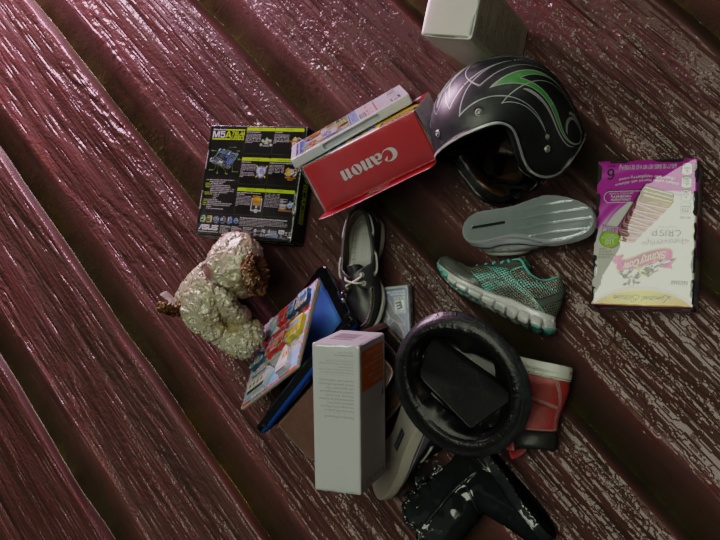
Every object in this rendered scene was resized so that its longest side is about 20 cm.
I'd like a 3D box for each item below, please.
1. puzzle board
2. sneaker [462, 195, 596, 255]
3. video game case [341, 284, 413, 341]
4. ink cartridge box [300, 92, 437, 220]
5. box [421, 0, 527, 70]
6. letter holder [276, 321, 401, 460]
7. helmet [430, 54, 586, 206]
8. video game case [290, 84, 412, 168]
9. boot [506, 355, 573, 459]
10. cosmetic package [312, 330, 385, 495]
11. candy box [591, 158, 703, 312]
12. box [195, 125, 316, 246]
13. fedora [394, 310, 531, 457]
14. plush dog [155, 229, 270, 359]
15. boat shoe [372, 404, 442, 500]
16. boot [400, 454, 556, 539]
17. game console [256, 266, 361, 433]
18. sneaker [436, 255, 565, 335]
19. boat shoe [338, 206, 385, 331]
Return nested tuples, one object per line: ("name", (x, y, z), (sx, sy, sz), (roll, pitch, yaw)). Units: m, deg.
("puzzle board", (-0.126, 0.114, 1.447), (0.200, 0.017, 0.152), (-41, 29, 50))
("sneaker", (0.246, -0.061, 1.347), (0.199, 0.071, 0.074), (-1, 73, 36))
("video game case", (-0.009, 0.123, 1.477), (0.198, 0.023, 0.184), (-7, 79, 25))
("ink cartridge box", (0.021, -0.171, 1.416), (0.199, 0.176, 0.084), (-24, 104, 20))
("box", (0.169, -0.344, 1.364), (0.077, 0.200, 0.096), (11, 86, 28))
("letter holder", (0.002, 0.201, 1.392), (0.142, 0.100, 0.200), (46, 111, 13))
("helmet", (0.197, -0.203, 1.317), (0.191, 0.200, 0.200), (44, 103, -6))
("video game case", (-0.017, -0.223, 1.457), (0.199, 0.143, 0.018), (-28, 106, 5))
("boot", (0.190, 0.185, 1.344), (0.198, 0.072, 0.146), (13, 89, 24))
("cosmetic package", (-0.014, 0.190, 1.290), (0.071, 0.101, 0.202), (2, 98, 21))
("candy box", (0.389, -0.047, 1.285), (0.135, 0.061, 0.202), (0, 82, 26))
("box", (-0.176, -0.145, 1.591), (0.198, 0.047, 0.195), (4, 81, 28))
("fedora", (0.147, 0.147, 1.280), (0.199, 0.091, 0.203), (3, 98, 26))
("plush dog", (-0.217, 0.016, 1.491), (0.172, 0.160, 0.200), (-56, 39, 13))
("boat shoe", (0.088, 0.261, 1.381), (0.075, 0.092, 0.201), (-113, 36, -44))
("boot", (0.158, 0.346, 1.330), (0.163, 0.073, 0.199), (-46, 58, 10))
("game console", (-0.102, 0.117, 1.432), (0.118, 0.171, 0.200), (41, 119, 8))
("sneaker", (0.207, 0.015, 1.367), (0.199, 0.078, 0.092), (27, 85, 20))
("boat shoe", (0.000, 0.000, 1.452), (0.073, 0.060, 0.202), (-2, 69, 26))
